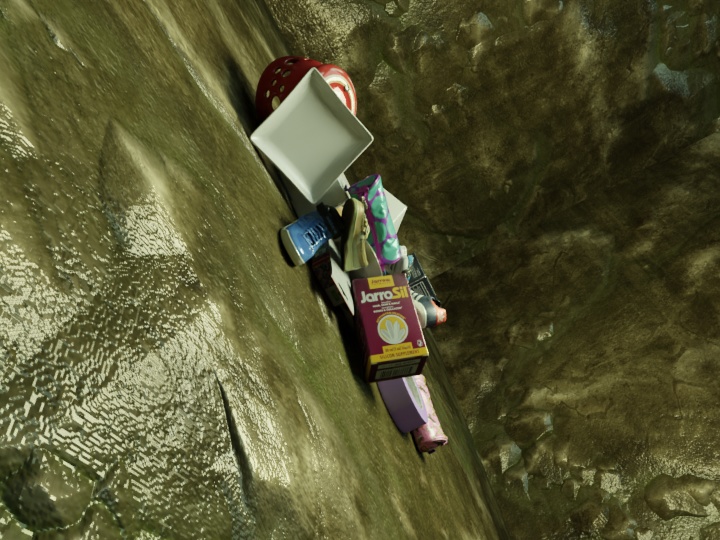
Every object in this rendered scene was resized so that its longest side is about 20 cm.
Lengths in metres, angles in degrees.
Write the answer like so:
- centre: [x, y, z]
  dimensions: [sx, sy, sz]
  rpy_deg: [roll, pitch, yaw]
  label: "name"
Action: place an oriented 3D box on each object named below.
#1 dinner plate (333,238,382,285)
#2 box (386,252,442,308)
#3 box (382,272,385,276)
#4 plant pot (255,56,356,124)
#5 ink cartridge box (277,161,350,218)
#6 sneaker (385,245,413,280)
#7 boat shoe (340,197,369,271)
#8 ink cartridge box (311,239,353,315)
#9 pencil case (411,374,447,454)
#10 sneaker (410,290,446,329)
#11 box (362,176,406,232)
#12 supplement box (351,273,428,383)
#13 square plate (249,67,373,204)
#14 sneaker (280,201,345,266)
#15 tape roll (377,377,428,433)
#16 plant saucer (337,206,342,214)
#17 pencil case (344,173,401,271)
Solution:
- centre: [-0.021, -0.014, 1.242]
  dimensions: [0.199, 0.024, 0.204]
  rpy_deg: [35, -40, 35]
  label: "dinner plate"
- centre: [0.134, 0.085, 1.657]
  dimensions: [0.202, 0.195, 0.125]
  rpy_deg: [57, 8, -42]
  label: "box"
- centre: [0.000, 0.000, 1.302]
  dimensions: [0.115, 0.059, 0.205]
  rpy_deg: [-5, -70, 57]
  label: "box"
- centre: [-0.116, -0.385, 1.217]
  dimensions: [0.180, 0.203, 0.202]
  rpy_deg: [22, -22, 38]
  label: "plant pot"
- centre: [-0.099, -0.203, 1.266]
  dimensions: [0.131, 0.123, 0.200]
  rpy_deg: [63, 9, -5]
  label: "ink cartridge box"
- centre: [0.076, -0.019, 1.286]
  dimensions: [0.200, 0.084, 0.077]
  rpy_deg: [-114, -140, -74]
  label: "sneaker"
- centre: [-0.006, -0.073, 1.088]
  dimensions: [0.203, 0.061, 0.075]
  rpy_deg: [96, -16, -50]
  label: "boat shoe"
- centre: [-0.063, 0.011, 1.132]
  dimensions: [0.202, 0.049, 0.111]
  rpy_deg: [-99, 163, -60]
  label: "ink cartridge box"
- centre: [0.162, 0.374, 1.385]
  dimensions: [0.087, 0.081, 0.203]
  rpy_deg: [55, 12, -51]
  label: "pencil case"
- centre: [0.140, 0.086, 1.231]
  dimensions: [0.200, 0.082, 0.077]
  rpy_deg: [-130, -142, -68]
  label: "sneaker"
- centre: [0.031, -0.145, 1.548]
  dimensions: [0.151, 0.107, 0.201]
  rpy_deg: [38, -28, 11]
  label: "box"
- centre: [0.057, 0.123, 1.131]
  dimensions: [0.104, 0.127, 0.204]
  rpy_deg: [98, -19, -55]
  label: "supplement box"
- centre: [-0.102, -0.282, 1.114]
  dimensions: [0.198, 0.200, 0.028]
  rpy_deg: [44, 1, -23]
  label: "square plate"
- centre: [-0.087, -0.078, 1.021]
  dimensions: [0.078, 0.109, 0.200]
  rpy_deg: [61, 9, -12]
  label: "sneaker"
- centre: [0.098, 0.289, 1.286]
  dimensions: [0.201, 0.064, 0.204]
  rpy_deg: [-89, 154, -72]
  label: "tape roll"
- centre: [-0.045, -0.097, 1.442]
  dimensions: [0.200, 0.034, 0.206]
  rpy_deg: [166, -89, -88]
  label: "plant saucer"
- centre: [0.032, -0.109, 1.187]
  dimensions: [0.093, 0.083, 0.205]
  rpy_deg: [-63, 139, -58]
  label: "pencil case"
